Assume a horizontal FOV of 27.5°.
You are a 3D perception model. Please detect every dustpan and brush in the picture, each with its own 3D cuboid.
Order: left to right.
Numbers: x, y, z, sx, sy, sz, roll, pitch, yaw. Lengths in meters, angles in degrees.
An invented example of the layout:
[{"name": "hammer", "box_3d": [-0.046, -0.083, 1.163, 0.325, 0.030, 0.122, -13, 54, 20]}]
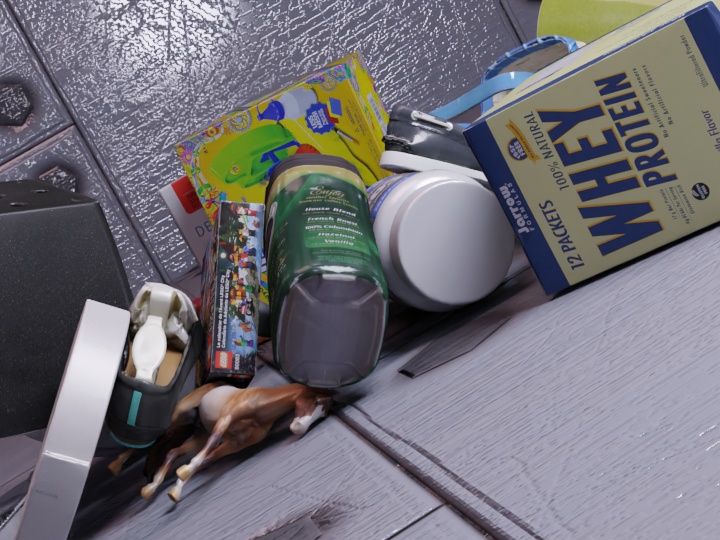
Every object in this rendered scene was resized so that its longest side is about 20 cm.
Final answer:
[{"name": "dustpan and brush", "box_3d": [-0.290, 0.200, 1.253, 0.199, 0.058, 0.139, -33, 7, -21]}]

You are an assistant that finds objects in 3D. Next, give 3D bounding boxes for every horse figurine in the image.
[{"name": "horse figurine", "box_3d": [-0.115, 0.125, 1.127, 0.132, 0.050, 0.199, -40, 13, -28]}]

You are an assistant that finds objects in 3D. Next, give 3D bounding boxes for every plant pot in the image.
[{"name": "plant pot", "box_3d": [-0.308, 0.023, 1.258, 0.198, 0.180, 0.199, -9, 16, -37]}, {"name": "plant pot", "box_3d": [0.328, -0.259, 1.613, 0.186, 0.189, 0.199, -33, 23, -28]}]

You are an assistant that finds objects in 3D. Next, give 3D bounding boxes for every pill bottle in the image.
[{"name": "pill bottle", "box_3d": [0.057, -0.025, 1.215, 0.113, 0.115, 0.200, -30, 7, -8]}]

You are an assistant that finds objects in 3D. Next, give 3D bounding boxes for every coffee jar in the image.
[{"name": "coffee jar", "box_3d": [-0.030, -0.007, 1.131, 0.084, 0.105, 0.201, 4, 31, -9]}]

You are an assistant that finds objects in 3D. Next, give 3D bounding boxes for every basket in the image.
[{"name": "basket", "box_3d": [0.178, -0.169, 1.535, 0.198, 0.141, 0.176, 2, -11, -31]}]

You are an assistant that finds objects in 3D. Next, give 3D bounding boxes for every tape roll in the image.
[{"name": "tape roll", "box_3d": [-0.217, 0.122, 1.100, 0.203, 0.037, 0.205, -162, 90, -79]}]

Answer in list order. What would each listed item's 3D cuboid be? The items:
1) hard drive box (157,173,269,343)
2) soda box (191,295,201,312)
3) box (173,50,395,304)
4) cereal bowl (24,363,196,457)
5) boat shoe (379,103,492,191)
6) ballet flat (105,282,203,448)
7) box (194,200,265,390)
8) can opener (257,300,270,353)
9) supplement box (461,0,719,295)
[{"name": "hard drive box", "box_3d": [-0.103, -0.041, 1.614, 0.155, 0.202, 0.077, -28, 7, 16]}, {"name": "soda box", "box_3d": [-0.191, 0.086, 1.610, 0.063, 0.071, 0.200, -28, 8, 17]}, {"name": "box", "box_3d": [-0.051, -0.085, 1.489, 0.191, 0.202, 0.122, -24, 10, 15]}, {"name": "cereal bowl", "box_3d": [-0.248, 0.123, 1.403, 0.197, 0.085, 0.200, 0, 14, 0]}, {"name": "boat shoe", "box_3d": [0.114, -0.104, 1.333, 0.198, 0.061, 0.075, 11, -2, -25]}, {"name": "ballet flat", "box_3d": [-0.158, 0.056, 1.166, 0.067, 0.069, 0.201, 9, 32, -6]}, {"name": "box", "box_3d": [-0.113, 0.035, 1.240, 0.037, 0.139, 0.200, 5, -14, -9]}, {"name": "can opener", "box_3d": [-0.149, 0.052, 1.387, 0.199, 0.052, 0.067, 7, -71, -61]}, {"name": "supplement box", "box_3d": [0.212, -0.108, 1.074, 0.199, 0.135, 0.200, -26, 8, 29]}]
